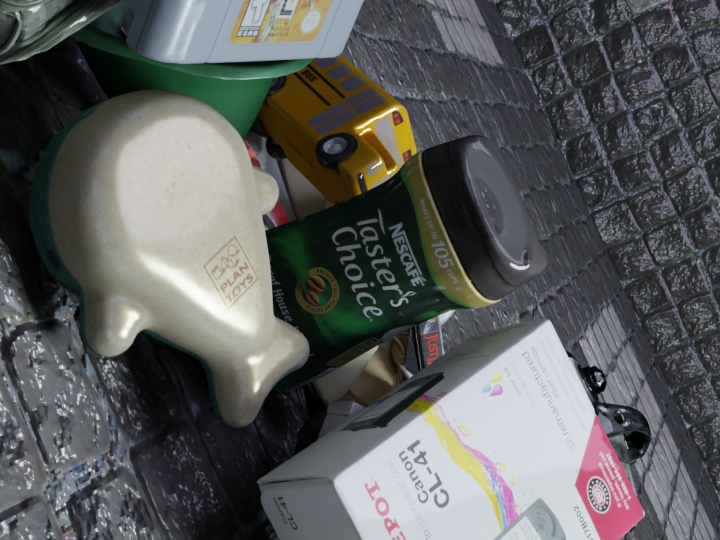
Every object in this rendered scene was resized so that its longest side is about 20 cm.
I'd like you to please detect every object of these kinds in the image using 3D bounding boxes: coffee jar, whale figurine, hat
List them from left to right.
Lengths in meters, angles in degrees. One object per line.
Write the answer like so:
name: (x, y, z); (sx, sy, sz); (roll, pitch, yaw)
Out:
whale figurine: (-0.110, -0.005, 0.752); (0.159, 0.104, 0.200); (-49, 120, -34)
hat: (-0.121, -0.080, 0.834); (0.166, 0.199, 0.177); (-102, -155, -60)
coffee jar: (0.012, -0.004, 0.819); (0.105, 0.199, 0.085); (67, 21, 7)

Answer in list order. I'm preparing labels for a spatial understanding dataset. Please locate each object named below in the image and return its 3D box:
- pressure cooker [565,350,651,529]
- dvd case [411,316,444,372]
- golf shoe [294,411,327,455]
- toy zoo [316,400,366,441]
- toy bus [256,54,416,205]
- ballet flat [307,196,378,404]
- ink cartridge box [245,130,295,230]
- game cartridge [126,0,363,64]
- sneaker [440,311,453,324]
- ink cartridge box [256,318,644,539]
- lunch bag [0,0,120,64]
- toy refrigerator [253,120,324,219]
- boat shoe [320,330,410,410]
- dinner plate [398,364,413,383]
pressure cooker: (0.153, 0.165, 1.126); (0.179, 0.199, 0.176); (59, 18, -20)
dvd case: (0.051, 0.041, 1.039); (0.146, 0.022, 0.201); (-98, 178, -53)
golf shoe: (0.002, 0.154, 0.941); (0.200, 0.078, 0.095); (59, 7, -40)
toy zoo: (-0.001, 0.174, 0.824); (0.131, 0.020, 0.201); (48, 52, -43)
toy bus: (-0.024, -0.108, 0.954); (0.200, 0.078, 0.065); (46, -20, 44)
ballet flat: (0.000, 0.000, 0.943); (0.069, 0.069, 0.201); (44, 41, -48)
ink cartridge box: (-0.099, -0.023, 0.917); (0.200, 0.043, 0.197); (18, 50, -62)
game cartridge: (-0.039, -0.178, 0.695); (0.041, 0.133, 0.200); (36, 24, 17)
sneaker: (0.019, -0.037, 1.211); (0.146, 0.077, 0.202); (45, 8, -17)
ink cartridge box: (0.059, 0.139, 0.782); (0.200, 0.086, 0.148); (-32, 98, -38)
lunch bag: (-0.157, -0.206, 0.684); (0.139, 0.168, 0.200); (45, 57, -3)
toy refrigerator: (-0.045, -0.110, 1.086); (0.076, 0.070, 0.201); (106, -27, -60)
boat shoe: (0.005, 0.050, 1.039); (0.074, 0.069, 0.200); (30, 27, -21)
dinner plate: (0.071, 0.160, 0.936); (0.200, 0.024, 0.201); (159, -90, -87)
